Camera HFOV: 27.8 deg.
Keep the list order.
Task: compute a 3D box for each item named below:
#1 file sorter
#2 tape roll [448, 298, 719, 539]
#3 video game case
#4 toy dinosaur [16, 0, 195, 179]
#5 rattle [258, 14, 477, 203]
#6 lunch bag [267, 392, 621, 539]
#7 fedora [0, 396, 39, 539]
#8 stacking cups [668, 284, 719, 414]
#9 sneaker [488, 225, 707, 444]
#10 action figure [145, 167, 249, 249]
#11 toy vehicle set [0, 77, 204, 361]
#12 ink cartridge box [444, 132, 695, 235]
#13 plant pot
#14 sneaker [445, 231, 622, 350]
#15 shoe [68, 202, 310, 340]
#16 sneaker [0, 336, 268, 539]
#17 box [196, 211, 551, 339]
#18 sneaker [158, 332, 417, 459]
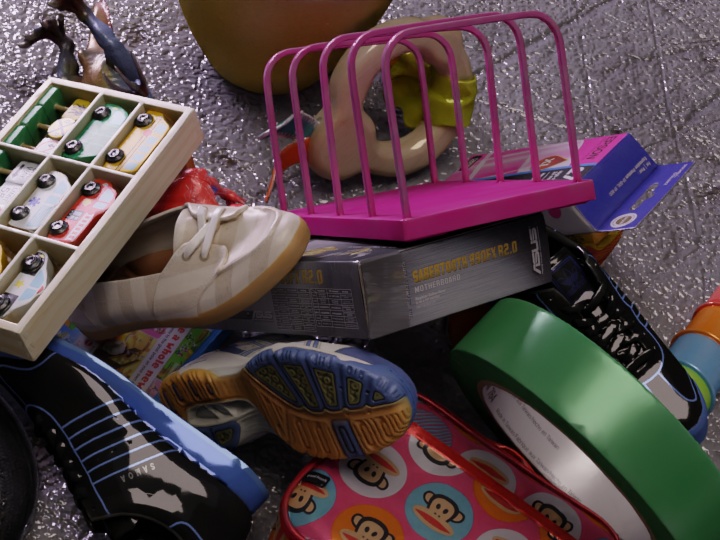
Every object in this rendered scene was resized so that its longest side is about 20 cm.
[{"bbox_3d":[0.034,-0.096,0.952,0.138,0.200,0.127,-12,98,-25],"label":"file sorter"},{"bbox_3d":[0.140,0.105,0.893,0.048,0.201,0.200,-44,69,-12],"label":"tape roll"},{"bbox_3d":[-0.201,0.024,0.994,0.199,0.018,0.143,30,49,12],"label":"video game case"},{"bbox_3d":[-0.170,-0.129,1.091,0.182,0.105,0.200,51,31,-3],"label":"toy dinosaur"},{"bbox_3d":[-0.020,-0.137,1.139,0.199,0.131,0.143,-31,55,-12],"label":"rattle"},{"bbox_3d":[0.059,0.170,0.901,0.199,0.082,0.176,33,45,15],"label":"lunch bag"},{"bbox_3d":[-0.283,0.099,0.854,0.198,0.092,0.202,8,48,-9],"label":"fedora"},{"bbox_3d":[0.237,0.078,1.047,0.060,0.061,0.200,34,45,15],"label":"stacking cups"},{"bbox_3d":[0.149,0.038,0.959,0.070,0.078,0.200,-39,62,-17],"label":"sneaker"},{"bbox_3d":[-0.158,-0.039,1.002,0.198,0.099,0.066,7,77,18],"label":"action figure"},{"bbox_3d":[-0.201,-0.039,0.920,0.123,0.027,0.201,13,52,26],"label":"toy vehicle set"},{"bbox_3d":[0.135,-0.058,1.061,0.199,0.037,0.095,-2,31,45],"label":"ink cartridge box"},{"bbox_3d":[-0.065,-0.226,1.162,0.198,0.143,0.201,7,48,-8],"label":"plant pot"},{"bbox_3d":[0.127,-0.002,1.066,0.073,0.077,0.200,34,52,13],"label":"sneaker"},{"bbox_3d":[-0.119,-0.002,0.907,0.053,0.198,0.070,47,41,-34],"label":"shoe"},{"bbox_3d":[-0.155,0.111,0.878,0.199,0.070,0.078,32,66,9],"label":"sneaker"},{"bbox_3d":[0.000,0.000,0.951,0.157,0.199,0.049,-15,99,-37],"label":"box"},{"bbox_3d":[-0.036,0.065,0.908,0.199,0.076,0.088,-2,24,41],"label":"sneaker"}]
